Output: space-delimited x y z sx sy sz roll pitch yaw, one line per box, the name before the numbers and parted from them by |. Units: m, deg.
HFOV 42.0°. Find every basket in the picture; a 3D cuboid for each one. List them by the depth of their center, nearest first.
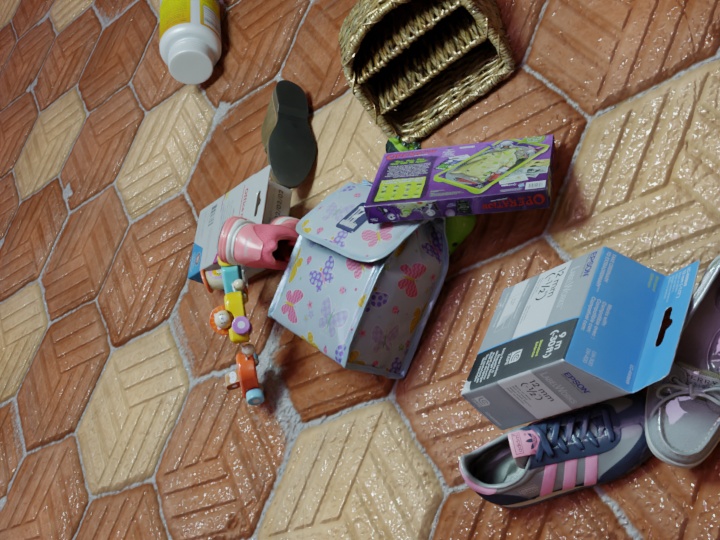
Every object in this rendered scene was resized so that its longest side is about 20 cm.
basket | 0.072 -0.283 1.185 0.200 0.143 0.149 -31 48 30

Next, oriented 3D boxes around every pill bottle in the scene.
pill bottle | -0.306 -0.430 1.684 0.109 0.109 0.200 -32 47 29

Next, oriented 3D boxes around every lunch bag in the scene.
lunch bag | 0.000 0.000 1.096 0.169 0.127 0.200 29 97 48

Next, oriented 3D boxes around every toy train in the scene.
toy train | -0.168 0.068 1.217 0.055 0.150 0.200 -9 57 -5

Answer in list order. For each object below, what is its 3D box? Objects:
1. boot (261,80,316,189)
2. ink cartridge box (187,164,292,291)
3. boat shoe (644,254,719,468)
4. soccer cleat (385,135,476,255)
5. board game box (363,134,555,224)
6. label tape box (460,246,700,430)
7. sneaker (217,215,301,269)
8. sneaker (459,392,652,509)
boot | -0.114 -0.186 1.392 0.075 0.073 0.200 -48 34 43
ink cartridge box | -0.161 -0.057 1.324 0.200 0.068 0.115 -25 51 49
boat shoe | 0.296 0.068 0.797 0.074 0.065 0.202 23 80 23
soccer cleat | 0.071 -0.095 1.141 0.081 0.067 0.200 -58 39 23
board game box | 0.112 -0.101 1.036 0.199 0.032 0.120 -4 39 19
label tape box | 0.197 0.054 0.854 0.200 0.066 0.143 -32 22 50
sneaker | -0.096 -0.025 1.193 0.087 0.200 0.074 16 101 26
sneaker | 0.181 0.164 0.859 0.200 0.082 0.070 -34 47 27
